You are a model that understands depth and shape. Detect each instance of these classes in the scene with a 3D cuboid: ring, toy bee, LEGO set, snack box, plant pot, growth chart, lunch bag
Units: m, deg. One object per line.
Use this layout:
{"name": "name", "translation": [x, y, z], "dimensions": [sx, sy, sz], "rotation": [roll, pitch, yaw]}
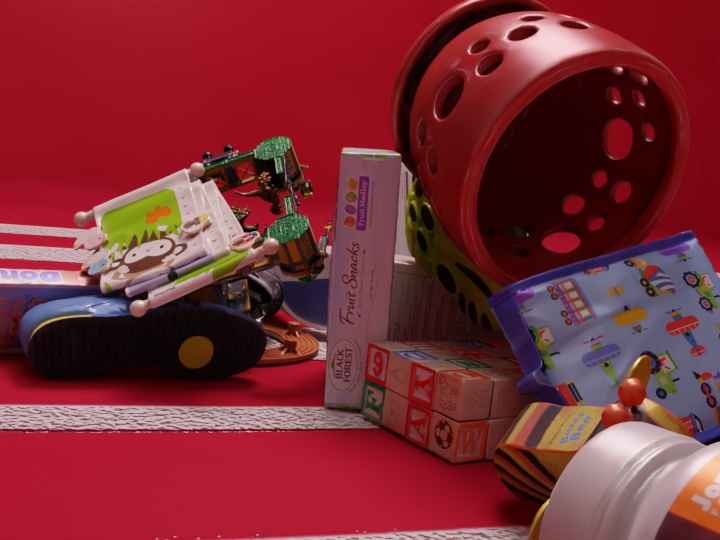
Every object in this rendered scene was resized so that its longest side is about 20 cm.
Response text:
{"name": "ring", "translation": [-0.138, 0.059, 1.007], "dimensions": [0.198, 0.019, 0.200], "rotation": [7, 7, -1]}
{"name": "toy bee", "translation": [0.146, 0.096, 0.568], "dimensions": [0.199, 0.109, 0.131], "rotation": [-14, 34, 35]}
{"name": "LEGO set", "translation": [-0.096, -0.018, 0.934], "dimensions": [0.153, 0.117, 0.201], "rotation": [-23, 38, -4]}
{"name": "snack box", "translation": [-0.299, 0.034, 0.846], "dimensions": [0.198, 0.072, 0.024], "rotation": [2, 32, -31]}
{"name": "snack box", "translation": [0.000, 0.000, 0.866], "dimensions": [0.052, 0.202, 0.142], "rotation": [4, 8, 0]}
{"name": "plant pot", "translation": [0.126, -0.110, 0.820], "dimensions": [0.199, 0.202, 0.183], "rotation": [2, 29, -30]}
{"name": "growth chart", "translation": [-0.165, -0.028, 0.865], "dimensions": [0.144, 0.018, 0.200], "rotation": [-28, 37, -12]}
{"name": "lunch bag", "translation": [0.190, 0.066, 0.744], "dimensions": [0.199, 0.152, 0.094], "rotation": [-8, -26, -38]}

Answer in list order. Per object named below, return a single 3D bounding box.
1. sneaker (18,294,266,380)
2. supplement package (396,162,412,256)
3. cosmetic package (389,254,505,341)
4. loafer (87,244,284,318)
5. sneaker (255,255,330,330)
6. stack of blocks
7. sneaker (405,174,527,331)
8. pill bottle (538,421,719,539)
{"name": "sneaker", "translation": [-0.178, 0.047, 0.853], "dimensions": [0.198, 0.067, 0.078], "rotation": [1, 20, -22]}
{"name": "supplement package", "translation": [0.094, -0.036, 1.268], "dimensions": [0.198, 0.152, 0.152], "rotation": [3, -9, -23]}
{"name": "cosmetic package", "translation": [0.081, 0.046, 0.978], "dimensions": [0.198, 0.105, 0.073], "rotation": [10, 7, 17]}
{"name": "loafer", "translation": [-0.174, 0.008, 1.021], "dimensions": [0.198, 0.069, 0.070], "rotation": [10, 0, 0]}
{"name": "sneaker", "translation": [-0.086, 0.011, 1.128], "dimensions": [0.198, 0.081, 0.115], "rotation": [15, -2, 14]}
{"name": "stack of blocks", "translation": [0.114, 0.095, 0.806], "dimensions": [0.199, 0.059, 0.115], "rotation": [1, 10, -36]}
{"name": "sneaker", "translation": [0.101, -0.021, 0.918], "dimensions": [0.083, 0.075, 0.201], "rotation": [-7, 44, -28]}
{"name": "pill bottle", "translation": [0.170, 0.131, 0.386], "dimensions": [0.113, 0.115, 0.199], "rotation": [1, 10, -36]}
